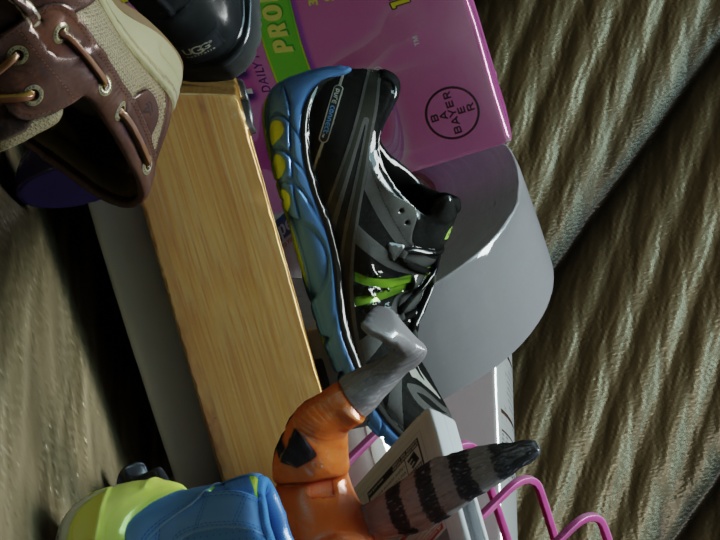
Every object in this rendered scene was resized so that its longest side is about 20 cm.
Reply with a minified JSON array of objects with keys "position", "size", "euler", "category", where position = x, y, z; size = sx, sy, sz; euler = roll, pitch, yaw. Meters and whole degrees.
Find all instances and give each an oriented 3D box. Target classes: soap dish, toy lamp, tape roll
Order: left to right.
[{"position":[-0.141,-0.128,1.012],"size":[0.058,0.058,0.201],"euler":[56,21,-71],"category":"toy lamp"},{"position":[-0.070,0.002,1.105],"size":[0.157,0.081,0.201],"euler":[-116,-170,-81],"category":"soap dish"},{"position":[0.000,0.000,1.273],"size":[0.201,0.199,0.066],"euler":[-97,169,-59],"category":"tape roll"}]

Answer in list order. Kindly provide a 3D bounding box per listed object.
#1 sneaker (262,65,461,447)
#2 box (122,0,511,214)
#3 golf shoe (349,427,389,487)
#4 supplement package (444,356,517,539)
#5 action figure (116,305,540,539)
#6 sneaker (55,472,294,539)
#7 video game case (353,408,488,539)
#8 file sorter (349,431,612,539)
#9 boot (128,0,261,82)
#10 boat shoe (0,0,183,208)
[{"position":[0.013,-0.002,1.124],"size":[0.071,0.082,0.201],"euler":[-109,-176,-70],"category":"sneaker"},{"position":[-0.041,-0.132,1.250],"size":[0.097,0.199,0.177],"euler":[-90,163,-70],"category":"box"},{"position":[-0.033,0.061,1.471],"size":[0.201,0.072,0.092],"euler":[65,10,12],"category":"golf shoe"},{"position":[0.038,0.102,1.561],"size":[0.120,0.120,0.201],"euler":[52,37,-76],"category":"supplement package"},{"position":[-0.009,0.140,0.958],"size":[0.104,0.194,0.201],"euler":[-5,60,-40],"category":"action figure"},{"position":[-0.042,0.164,0.856],"size":[0.076,0.105,0.201],"euler":[31,41,-74],"category":"sneaker"},{"position":[0.010,0.171,0.981],"size":[0.018,0.143,0.200],"euler":[26,29,-28],"category":"video game case"},{"position":[0.068,0.185,1.316],"size":[0.200,0.125,0.139],"euler":[29,-27,38],"category":"file sorter"},{"position":[-0.101,-0.192,1.009],"size":[0.200,0.065,0.166],"euler":[48,26,-62],"category":"boot"},{"position":[-0.128,-0.078,0.877],"size":[0.200,0.072,0.072],"euler":[42,49,-60],"category":"boat shoe"}]
